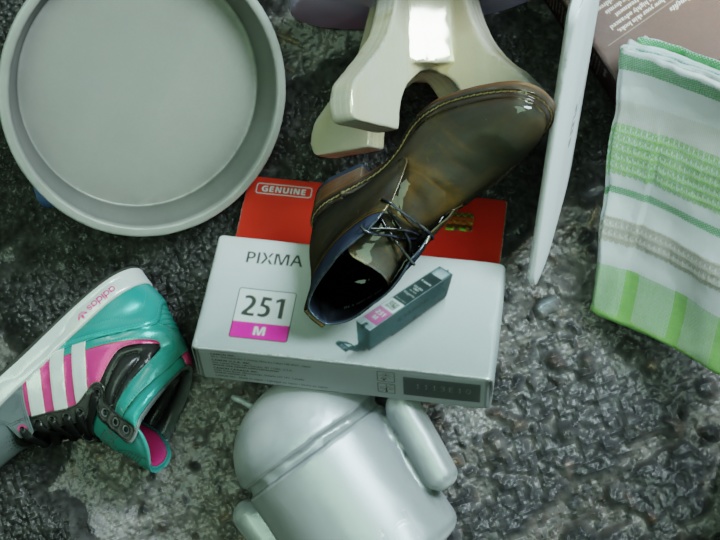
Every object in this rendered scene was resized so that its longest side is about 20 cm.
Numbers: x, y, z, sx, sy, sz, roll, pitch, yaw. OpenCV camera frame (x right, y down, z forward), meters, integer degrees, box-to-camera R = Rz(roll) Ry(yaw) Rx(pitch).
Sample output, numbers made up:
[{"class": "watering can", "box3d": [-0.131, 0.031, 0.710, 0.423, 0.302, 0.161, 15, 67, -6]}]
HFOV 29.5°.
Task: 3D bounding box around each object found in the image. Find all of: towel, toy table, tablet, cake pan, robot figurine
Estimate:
[{"class": "towel", "box3d": [0.215, -0.036, 0.881, 0.149, 0.030, 0.202, 29, 127, 40]}, {"class": "toy table", "box3d": [0.040, -0.144, 0.919, 0.199, 0.182, 0.119, -7, 82, 49]}, {"class": "tablet", "box3d": [0.133, -0.105, 0.875, 0.013, 0.131, 0.202, 11, 128, 11]}, {"class": "cake pan", "box3d": [-0.151, -0.126, 0.948, 0.198, 0.037, 0.203, -5, 106, -18]}, {"class": "robot figurine", "box3d": [-0.011, 0.151, 0.936, 0.169, 0.113, 0.201, -37, 84, 19]}]

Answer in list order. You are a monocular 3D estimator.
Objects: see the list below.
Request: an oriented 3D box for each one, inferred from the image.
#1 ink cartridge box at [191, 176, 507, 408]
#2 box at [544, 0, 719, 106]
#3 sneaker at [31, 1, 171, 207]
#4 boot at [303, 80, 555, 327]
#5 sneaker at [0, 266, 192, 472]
[{"class": "ink cartridge box", "box3d": [0.000, 0.000, 0.931, 0.197, 0.044, 0.175, 6, 56, 6]}, {"class": "box", "box3d": [0.177, -0.211, 0.948, 0.100, 0.075, 0.201, -33, 83, 4]}, {"class": "sneaker", "box3d": [-0.179, -0.138, 0.986, 0.077, 0.070, 0.202, 13, 90, 11]}, {"class": "boot", "box3d": [0.038, -0.035, 0.833, 0.074, 0.098, 0.199, 34, 137, -25]}, {"class": "sneaker", "box3d": [-0.194, 0.108, 0.977, 0.200, 0.084, 0.121, -45, 75, 2]}]
